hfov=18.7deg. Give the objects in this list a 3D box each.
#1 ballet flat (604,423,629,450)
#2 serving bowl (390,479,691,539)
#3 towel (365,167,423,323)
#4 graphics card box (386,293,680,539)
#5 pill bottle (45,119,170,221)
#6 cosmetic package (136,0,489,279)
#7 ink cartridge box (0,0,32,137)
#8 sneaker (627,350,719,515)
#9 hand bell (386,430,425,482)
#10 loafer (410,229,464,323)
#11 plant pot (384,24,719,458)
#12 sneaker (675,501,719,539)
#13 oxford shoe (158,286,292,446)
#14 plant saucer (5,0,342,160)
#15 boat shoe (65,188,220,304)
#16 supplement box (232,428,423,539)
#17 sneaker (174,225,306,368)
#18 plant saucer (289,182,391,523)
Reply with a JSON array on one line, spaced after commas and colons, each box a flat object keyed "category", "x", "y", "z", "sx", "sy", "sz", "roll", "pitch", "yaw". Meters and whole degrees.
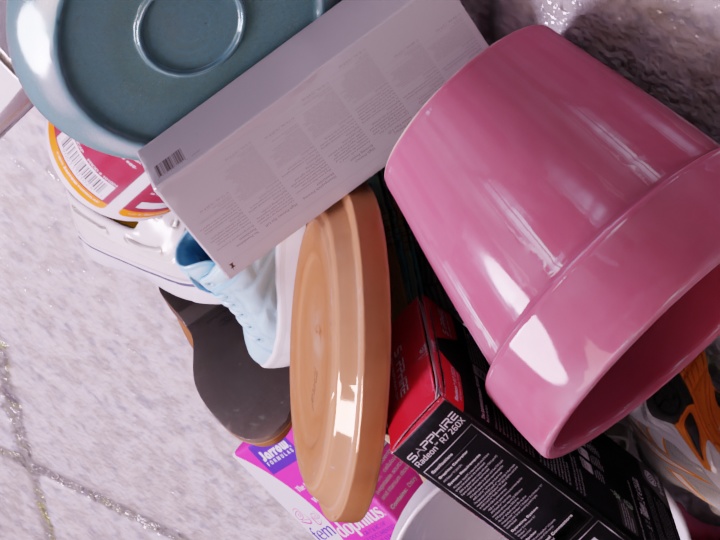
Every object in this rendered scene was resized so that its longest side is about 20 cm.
[{"category": "ballet flat", "x": 0.142, "y": 0.095, "z": 1.417, "sx": 0.070, "sy": 0.071, "sz": 0.201, "roll": 21, "pitch": 141, "yaw": 26}, {"category": "serving bowl", "x": 0.109, "y": 0.183, "z": 1.398, "sx": 0.199, "sy": 0.066, "sz": 0.201, "roll": -3, "pitch": 116, "yaw": -5}, {"category": "towel", "x": 0.000, "y": 0.000, "z": 1.372, "sx": 0.146, "sy": 0.022, "sz": 0.201, "roll": -8, "pitch": 96, "yaw": 64}, {"category": "graphics card box", "x": 0.099, "y": 0.112, "z": 1.258, "sx": 0.200, "sy": 0.126, "sz": 0.051, "roll": 36, "pitch": 108, "yaw": -19}, {"category": "pill bottle", "x": -0.113, "y": -0.115, "z": 1.372, "sx": 0.113, "sy": 0.113, "sz": 0.200, "roll": 45, "pitch": 145, "yaw": -8}, {"category": "cosmetic package", "x": -0.022, "y": -0.089, "z": 1.240, "sx": 0.083, "sy": 0.200, "sz": 0.051, "roll": 53, "pitch": -177, "yaw": -35}, {"category": "ink cartridge box", "x": -0.233, "y": -0.150, "z": 1.419, "sx": 0.083, "sy": 0.145, "sz": 0.200, "roll": 45, "pitch": 145, "yaw": -6}, {"category": "sneaker", "x": 0.185, "y": 0.087, "z": 1.353, "sx": 0.200, "sy": 0.076, "sz": 0.092, "roll": 44, "pitch": 150, "yaw": -4}, {"category": "hand bell", "x": 0.083, "y": 0.191, "z": 1.468, "sx": 0.104, "sy": 0.104, "sz": 0.201, "roll": -4, "pitch": 101, "yaw": 46}, {"category": "loafer", "x": 0.043, "y": 0.004, "z": 1.389, "sx": 0.200, "sy": 0.069, "sz": 0.076, "roll": 8, "pitch": 108, "yaw": 62}, {"category": "plant pot", "x": 0.116, "y": -0.028, "z": 1.199, "sx": 0.179, "sy": 0.200, "sz": 0.200, "roll": 48, "pitch": 148, "yaw": 15}, {"category": "sneaker", "x": 0.263, "y": 0.214, "z": 1.427, "sx": 0.199, "sy": 0.079, "sz": 0.096, "roll": 22, "pitch": 130, "yaw": 23}, {"category": "oxford shoe", "x": -0.082, "y": 0.064, "z": 1.530, "sx": 0.071, "sy": 0.071, "sz": 0.200, "roll": 65, "pitch": 178, "yaw": -39}, {"category": "plant saucer", "x": -0.098, "y": -0.142, "z": 1.219, "sx": 0.027, "sy": 0.199, "sz": 0.201, "roll": -122, "pitch": 11, "yaw": -50}, {"category": "boat shoe", "x": -0.131, "y": -0.033, "z": 1.524, "sx": 0.199, "sy": 0.071, "sz": 0.070, "roll": 17, "pitch": 143, "yaw": 40}, {"category": "supplement box", "x": 0.024, "y": 0.154, "z": 1.553, "sx": 0.200, "sy": 0.103, "sz": 0.101, "roll": 46, "pitch": 145, "yaw": -5}, {"category": "sneaker", "x": -0.079, "y": -0.007, "z": 1.397, "sx": 0.081, "sy": 0.074, "sz": 0.201, "roll": -8, "pitch": 138, "yaw": -9}, {"category": "plant saucer", "x": -0.015, "y": 0.048, "z": 1.287, "sx": 0.032, "sy": 0.201, "sz": 0.201, "roll": 1, "pitch": 144, "yaw": -10}]
